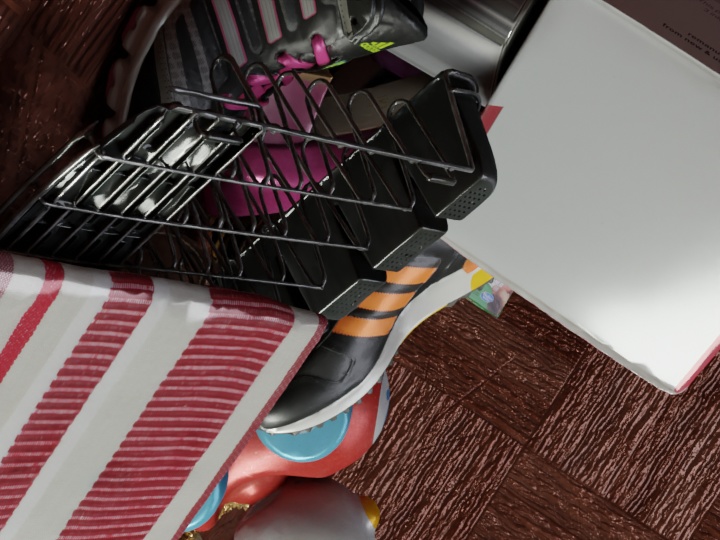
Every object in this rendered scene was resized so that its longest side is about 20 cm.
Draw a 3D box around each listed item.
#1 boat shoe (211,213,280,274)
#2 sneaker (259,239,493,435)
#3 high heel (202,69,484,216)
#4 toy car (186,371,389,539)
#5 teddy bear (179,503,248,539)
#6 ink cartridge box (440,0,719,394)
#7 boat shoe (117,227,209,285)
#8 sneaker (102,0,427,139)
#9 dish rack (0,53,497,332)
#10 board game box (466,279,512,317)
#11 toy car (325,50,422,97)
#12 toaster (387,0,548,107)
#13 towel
[{"bbox_3d":[-0.061,-0.006,0.909,0.072,0.072,0.200,-47,173,-8],"label":"boat shoe"},{"bbox_3d":[0.000,0.000,0.845,0.200,0.070,0.090,-39,131,-11],"label":"sneaker"},{"bbox_3d":[0.019,-0.055,0.805,0.068,0.199,0.096,-98,-153,-54],"label":"high heel"},{"bbox_3d":[-0.033,0.152,1.024,0.176,0.201,0.184,-30,-173,9],"label":"toy car"},{"bbox_3d":[-0.122,0.173,1.242,0.144,0.067,0.200,-17,-154,24],"label":"teddy bear"},{"bbox_3d":[0.149,-0.079,0.715,0.200,0.144,0.146,-50,172,-50],"label":"ink cartridge box"},{"bbox_3d":[-0.116,0.034,0.642,0.200,0.075,0.072,-53,172,-51],"label":"boat shoe"},{"bbox_3d":[-0.022,-0.097,0.585,0.200,0.087,0.074,-55,169,13],"label":"sneaker"},{"bbox_3d":[-0.052,-0.021,0.574,0.199,0.055,0.153,6,141,-49],"label":"dish rack"},{"bbox_3d":[0.061,-0.072,1.088,0.135,0.200,0.029,-57,-147,-3],"label":"board game box"},{"bbox_3d":[0.064,-0.116,0.936,0.201,0.175,0.150,-57,156,-1],"label":"toy car"},{"bbox_3d":[0.055,-0.179,0.712,0.201,0.118,0.181,-57,174,-3],"label":"toaster"},{"bbox_3d":[-0.112,0.057,0.547,0.200,0.023,0.144,12,119,-53],"label":"towel"}]
